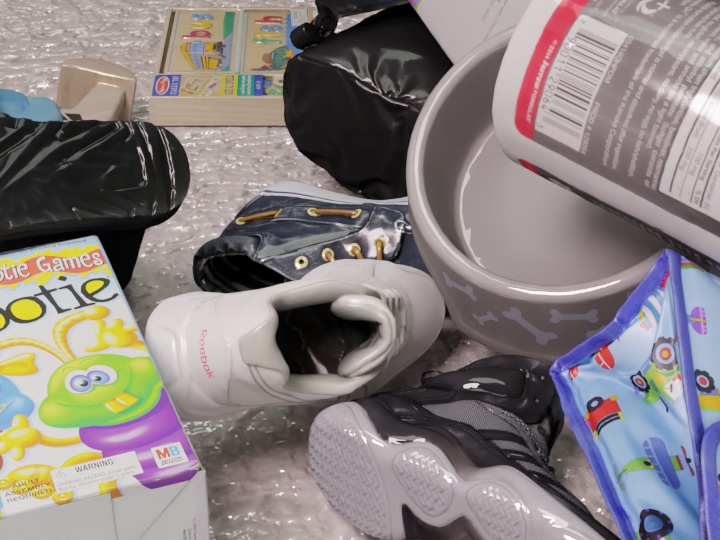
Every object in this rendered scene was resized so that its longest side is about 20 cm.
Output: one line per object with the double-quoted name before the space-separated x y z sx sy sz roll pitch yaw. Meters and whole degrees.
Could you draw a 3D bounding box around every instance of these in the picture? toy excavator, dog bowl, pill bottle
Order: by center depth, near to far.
"pill bottle" 0.168 -0.060 0.618 0.199 0.112 0.110 32 41 29
"dog bowl" 0.114 -0.052 0.731 0.198 0.059 0.202 -8 61 14
"toy excavator" -0.235 -0.093 0.943 0.198 0.101 0.195 1 30 -28

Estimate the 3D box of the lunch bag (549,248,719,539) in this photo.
"lunch bag" 0.178 0.112 0.578 0.149 0.094 0.201 24 36 -23

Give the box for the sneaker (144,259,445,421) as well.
"sneaker" -0.007 0.035 0.689 0.099 0.079 0.199 -8 4 41

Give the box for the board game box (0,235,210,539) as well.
"board game box" -0.144 0.082 0.625 0.102 0.106 0.200 -11 32 -19

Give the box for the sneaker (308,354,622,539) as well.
"sneaker" 0.079 0.099 0.635 0.199 0.076 0.113 25 38 34

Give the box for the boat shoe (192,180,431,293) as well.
"boat shoe" 0.000 0.000 0.808 0.198 0.072 0.091 7 33 29

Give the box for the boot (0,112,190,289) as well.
"boot" -0.204 -0.026 0.744 0.198 0.168 0.077 -1 71 -25

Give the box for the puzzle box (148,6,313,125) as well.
"puzzle box" -0.103 -0.173 1.129 0.131 0.026 0.201 -1 31 -3

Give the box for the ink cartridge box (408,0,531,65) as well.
"ink cartridge box" 0.107 -0.193 0.899 0.143 0.085 0.201 1 43 -35

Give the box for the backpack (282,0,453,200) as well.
"backpack" 0.047 -0.126 0.955 0.166 0.127 0.200 32 37 10
